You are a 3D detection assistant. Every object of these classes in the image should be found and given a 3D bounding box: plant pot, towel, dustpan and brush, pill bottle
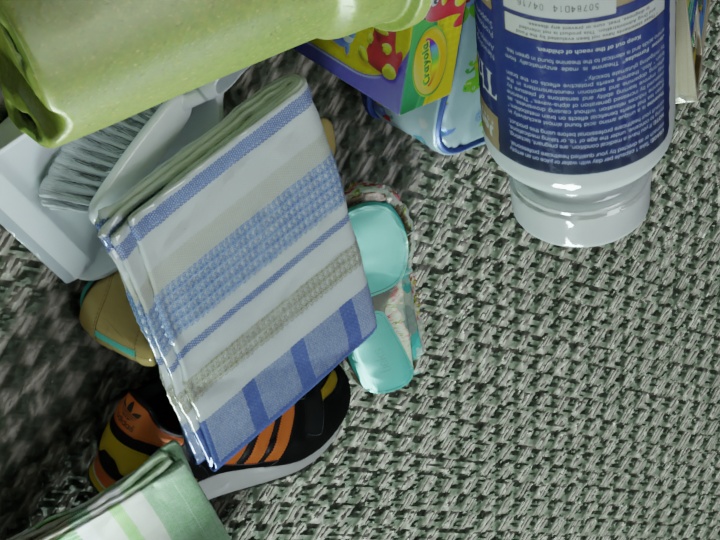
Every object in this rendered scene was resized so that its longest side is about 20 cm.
[{"bbox_3d":[-0.097,-0.155,0.982,0.184,0.200,0.201,-33,143,-15],"label":"plant pot"},{"bbox_3d":[-0.173,0.186,1.265,0.199,0.023,0.153,-30,145,-7],"label":"towel"},{"bbox_3d":[-0.102,-0.084,1.138,0.200,0.057,0.140,-52,149,-8],"label":"dustpan and brush"},{"bbox_3d":[-0.063,0.003,1.192,0.147,0.024,0.201,-40,138,-22],"label":"towel"},{"bbox_3d":[0.120,-0.114,1.213,0.111,0.111,0.201,-36,139,-29],"label":"pill bottle"}]

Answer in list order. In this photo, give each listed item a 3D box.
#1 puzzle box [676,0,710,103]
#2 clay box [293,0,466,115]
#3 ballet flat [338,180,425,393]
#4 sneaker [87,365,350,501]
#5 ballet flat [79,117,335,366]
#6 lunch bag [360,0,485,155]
[{"bbox_3d":[0.192,-0.210,1.305,0.201,0.025,0.134,-73,155,-49],"label":"puzzle box"},{"bbox_3d":[0.007,-0.196,1.135,0.047,0.115,0.201,-27,137,-38],"label":"clay box"},{"bbox_3d":[0.000,0.000,1.360,0.075,0.064,0.201,-10,141,-4],"label":"ballet flat"},{"bbox_3d":[-0.072,0.080,1.314,0.199,0.070,0.090,-21,144,-41],"label":"sneaker"},{"bbox_3d":[-0.071,-0.012,1.244,0.200,0.063,0.069,-40,152,-25],"label":"ballet flat"},{"bbox_3d":[0.090,-0.161,1.313,0.199,0.082,0.162,-23,133,-43],"label":"lunch bag"}]
